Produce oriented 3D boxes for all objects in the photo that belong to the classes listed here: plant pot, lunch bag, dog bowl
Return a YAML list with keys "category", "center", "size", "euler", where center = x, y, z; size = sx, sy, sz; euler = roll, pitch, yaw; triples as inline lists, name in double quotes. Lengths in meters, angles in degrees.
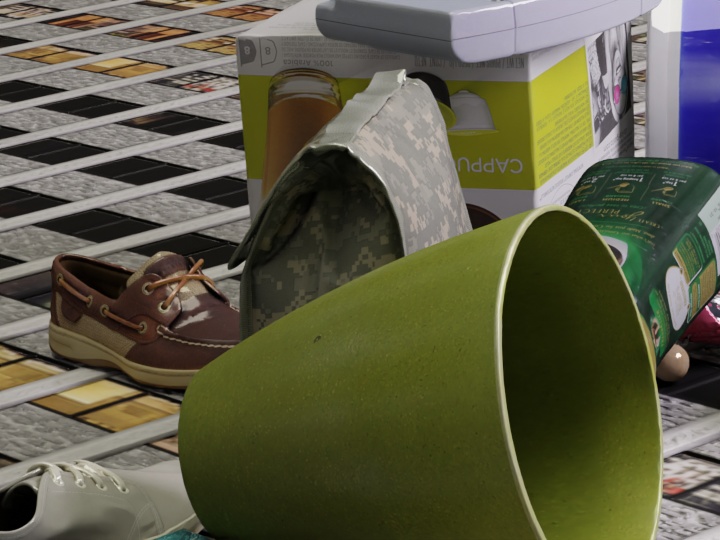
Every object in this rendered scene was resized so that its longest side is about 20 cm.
- category: "plant pot"
  center: [0.019, 0.078, 1.377]
  size: [0.199, 0.188, 0.187]
  euler: [-10, 11, 27]
- category: "lunch bag"
  center: [0.000, 0.000, 1.575]
  size: [0.117, 0.201, 0.164]
  euler: [1, 17, 16]
- category: "dog bowl"
  center: [0.236, -0.115, 1.934]
  size: [0.078, 0.201, 0.200]
  euler: [1, 16, 8]

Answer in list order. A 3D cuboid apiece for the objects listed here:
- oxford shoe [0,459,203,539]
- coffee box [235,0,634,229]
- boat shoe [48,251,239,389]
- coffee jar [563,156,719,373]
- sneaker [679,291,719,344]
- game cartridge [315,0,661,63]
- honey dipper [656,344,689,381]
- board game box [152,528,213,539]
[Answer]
- category: "oxford shoe"
  center: [-0.144, 0.122, 1.440]
  size: [0.075, 0.058, 0.199]
  euler: [6, 16, 42]
- category: "coffee box"
  center: [0.055, -0.078, 1.850]
  size: [0.199, 0.199, 0.200]
  euler: [3, 19, 22]
- category: "boat shoe"
  center: [-0.122, 0.025, 1.759]
  size: [0.072, 0.072, 0.199]
  euler: [-18, 20, -41]
- category: "coffee jar"
  center: [0.137, 0.018, 1.612]
  size: [0.104, 0.086, 0.200]
  euler: [4, 33, 29]
- category: "sneaker"
  center: [0.242, -0.003, 1.761]
  size: [0.080, 0.075, 0.200]
  euler: [6, 19, 30]
- category: "game cartridge"
  center: [0.087, -0.165, 1.728]
  size: [0.133, 0.042, 0.199]
  euler: [19, 28, 41]
- category: "honey dipper"
  center: [0.105, 0.044, 1.711]
  size: [0.199, 0.038, 0.038]
  euler: [9, 20, 28]
- category: "board game box"
  center: [-0.072, 0.168, 1.300]
  size: [0.135, 0.028, 0.199]
  euler: [-16, 18, -38]
